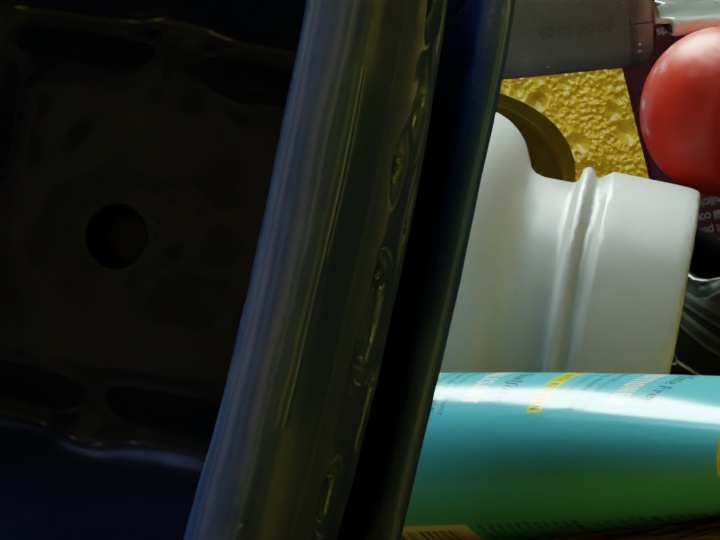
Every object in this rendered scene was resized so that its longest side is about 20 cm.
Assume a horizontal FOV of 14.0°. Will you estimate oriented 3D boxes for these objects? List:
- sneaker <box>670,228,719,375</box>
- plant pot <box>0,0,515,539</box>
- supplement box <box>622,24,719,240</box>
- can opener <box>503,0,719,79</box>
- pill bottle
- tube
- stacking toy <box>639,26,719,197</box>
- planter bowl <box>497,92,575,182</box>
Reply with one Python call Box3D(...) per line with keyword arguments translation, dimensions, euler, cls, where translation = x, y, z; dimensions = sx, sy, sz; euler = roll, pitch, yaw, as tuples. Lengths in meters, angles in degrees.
Box3D(translation=(0.169, 0.001, 0.929), dimensions=(0.200, 0.083, 0.071), euler=(-10, 3, 40), cls="sneaker")
Box3D(translation=(-0.076, -0.015, 0.689), dimensions=(0.200, 0.200, 0.180), euler=(12, 2, 17), cls="plant pot")
Box3D(translation=(0.155, -0.059, 1.057), dimensions=(0.086, 0.200, 0.110), euler=(-13, 0, 24), cls="supplement box")
Box3D(translation=(0.078, -0.068, 0.963), dimensions=(0.200, 0.067, 0.053), euler=(-6, 17, -4), cls="can opener")
Box3D(translation=(0.000, 0.000, 0.913), dimensions=(0.200, 0.114, 0.114), euler=(10, 4, 5), cls="pill bottle")
Box3D(translation=(0.077, 0.048, 0.770), dimensions=(0.200, 0.050, 0.077), euler=(-5, 13, 33), cls="tube")
Box3D(translation=(0.163, -0.029, 0.872), dimensions=(0.085, 0.085, 0.200), euler=(-13, 24, -34), cls="stacking toy")
Box3D(translation=(-0.011, 0.020, 1.041), dimensions=(0.200, 0.084, 0.200), euler=(-10, -29, -6), cls="planter bowl")
